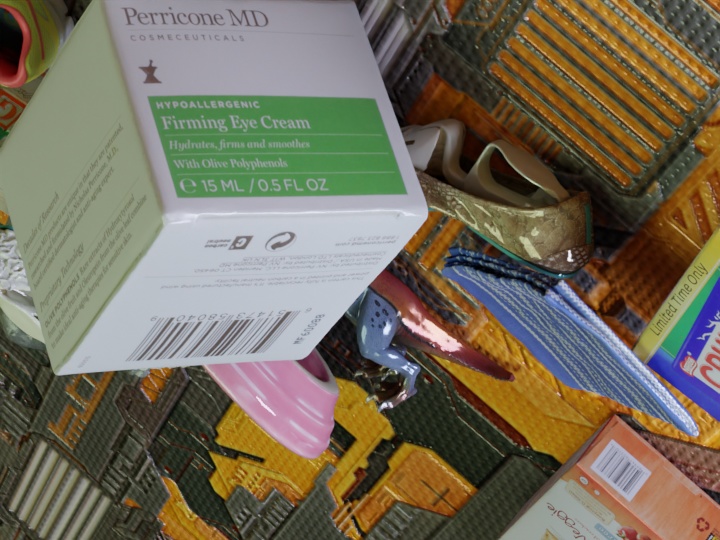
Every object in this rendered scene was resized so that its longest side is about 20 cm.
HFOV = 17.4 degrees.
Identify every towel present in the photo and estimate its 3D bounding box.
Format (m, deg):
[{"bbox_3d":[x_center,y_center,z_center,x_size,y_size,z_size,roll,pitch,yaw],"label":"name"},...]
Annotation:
[{"bbox_3d":[0.134,0.046,1.557,0.145,0.024,0.200,44,173,-17],"label":"towel"}]

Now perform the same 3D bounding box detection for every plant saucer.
[{"bbox_3d":[-0.083,0.053,1.795,0.201,0.051,0.201,48,-174,-7],"label":"plant saucer"}]

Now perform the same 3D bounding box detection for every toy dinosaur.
[{"bbox_3d":[0.000,0.000,1.722,0.198,0.105,0.183,-10,115,6],"label":"toy dinosaur"}]

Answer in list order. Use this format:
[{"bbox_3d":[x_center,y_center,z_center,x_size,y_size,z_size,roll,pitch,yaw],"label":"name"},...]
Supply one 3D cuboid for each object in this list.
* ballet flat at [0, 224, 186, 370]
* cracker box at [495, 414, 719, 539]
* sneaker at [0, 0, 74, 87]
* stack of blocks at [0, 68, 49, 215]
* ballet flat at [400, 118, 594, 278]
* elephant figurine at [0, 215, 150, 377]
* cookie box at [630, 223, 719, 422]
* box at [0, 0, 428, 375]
[{"bbox_3d":[-0.211,0.038,1.785,0.199,0.072,0.072,29,154,-18],"label":"ballet flat"},{"bbox_3d":[0.187,0.203,1.739,0.134,0.058,0.200,40,150,5],"label":"cracker box"},{"bbox_3d":[-0.288,-0.217,1.714,0.078,0.091,0.200,-31,112,30],"label":"sneaker"},{"bbox_3d":[-0.264,-0.115,1.807,0.199,0.115,0.059,34,149,15],"label":"stack of blocks"},{"bbox_3d":[0.071,-0.063,1.550,0.199,0.070,0.066,24,118,24],"label":"ballet flat"},{"bbox_3d":[-0.233,-0.039,1.870,0.154,0.142,0.201,4,123,7],"label":"elephant figurine"},{"bbox_3d":[0.282,0.051,1.419,0.200,0.075,0.171,39,151,8],"label":"cookie box"},{"bbox_3d":[-0.100,-0.055,1.526,0.200,0.198,0.172,-49,52,47],"label":"box"}]
